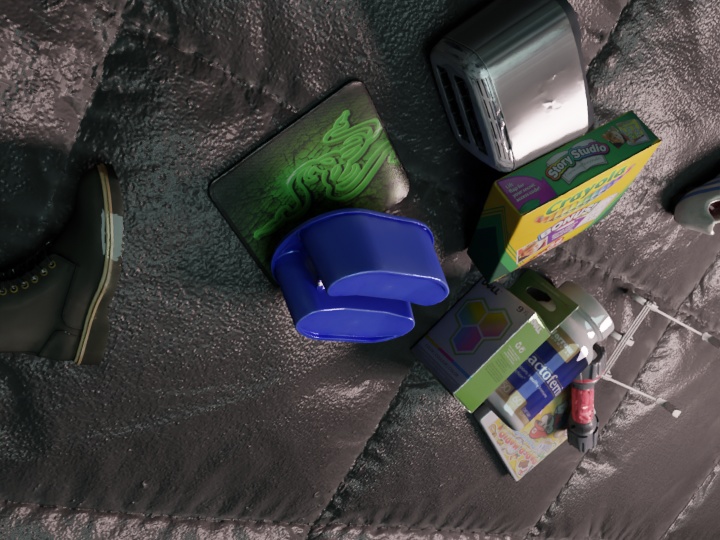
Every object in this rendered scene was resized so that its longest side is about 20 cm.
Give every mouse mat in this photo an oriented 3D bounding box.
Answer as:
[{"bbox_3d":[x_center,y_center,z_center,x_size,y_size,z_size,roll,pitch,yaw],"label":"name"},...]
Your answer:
[{"bbox_3d":[-0.047,-0.088,0.766,0.200,0.008,0.161,-38,130,-8],"label":"mouse mat"}]

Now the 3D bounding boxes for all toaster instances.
[{"bbox_3d":[0.159,-0.203,0.755,0.129,0.114,0.201,-33,132,-7],"label":"toaster"}]

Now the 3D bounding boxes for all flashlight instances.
[{"bbox_3d":[0.343,0.198,1.102,0.067,0.068,0.201,-24,125,-18],"label":"flashlight"}]

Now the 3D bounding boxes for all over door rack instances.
[{"bbox_3d":[0.469,0.133,1.159,0.199,0.067,0.148,26,102,-18],"label":"over door rack"}]

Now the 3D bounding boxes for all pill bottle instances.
[{"bbox_3d":[0.248,0.116,0.994,0.200,0.116,0.116,-43,130,-3],"label":"pill bottle"}]

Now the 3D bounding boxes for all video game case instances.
[{"bbox_3d":[0.285,0.229,1.142,0.182,0.023,0.200,-38,130,-6],"label":"video game case"}]

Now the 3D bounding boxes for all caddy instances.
[{"bbox_3d":[0.000,0.000,0.779,0.199,0.105,0.141,8,138,-39],"label":"caddy"}]

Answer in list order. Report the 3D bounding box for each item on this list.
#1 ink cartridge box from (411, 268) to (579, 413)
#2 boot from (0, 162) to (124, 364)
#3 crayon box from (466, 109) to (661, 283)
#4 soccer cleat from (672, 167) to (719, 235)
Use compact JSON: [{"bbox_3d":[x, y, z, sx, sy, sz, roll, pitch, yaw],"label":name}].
[{"bbox_3d":[0.174,0.076,0.932,0.200,0.104,0.059,-44,131,-2],"label":"ink cartridge box"},{"bbox_3d":[-0.289,-0.001,0.629,0.137,0.077,0.201,4,113,-28],"label":"boot"},{"bbox_3d":[0.236,-0.083,0.856,0.199,0.058,0.173,-28,160,-15],"label":"crayon box"},{"bbox_3d":[0.562,-0.119,1.066,0.199,0.086,0.070,-36,129,-9],"label":"soccer cleat"}]
